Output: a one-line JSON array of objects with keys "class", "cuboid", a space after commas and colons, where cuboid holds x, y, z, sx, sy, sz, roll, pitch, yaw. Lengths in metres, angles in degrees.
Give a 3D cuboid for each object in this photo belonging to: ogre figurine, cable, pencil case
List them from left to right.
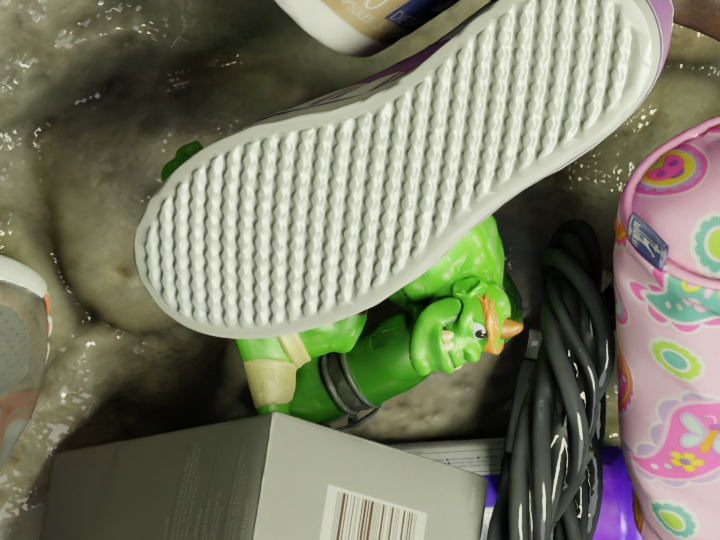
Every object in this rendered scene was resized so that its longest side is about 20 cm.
[{"class": "ogre figurine", "cuboid": [0.000, 0.000, 0.811, 0.119, 0.098, 0.201, -17, 129, 4]}, {"class": "cable", "cuboid": [0.080, 0.084, 0.830, 0.050, 0.201, 0.163, 12, 159, 5]}, {"class": "pencil case", "cuboid": [0.140, 0.036, 0.763, 0.087, 0.088, 0.201, -14, 139, -5]}]

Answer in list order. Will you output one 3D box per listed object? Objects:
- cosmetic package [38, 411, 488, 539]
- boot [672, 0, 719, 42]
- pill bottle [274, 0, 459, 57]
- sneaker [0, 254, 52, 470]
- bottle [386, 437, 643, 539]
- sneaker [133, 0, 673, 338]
[{"class": "cosmetic package", "cuboid": [-0.048, 0.116, 0.830, 0.106, 0.091, 0.200, 18, 159, -27]}, {"class": "boot", "cuboid": [0.146, -0.096, 0.751, 0.165, 0.072, 0.202, -1, 90, -10]}, {"class": "pill bottle", "cuboid": [0.050, -0.165, 0.664, 0.199, 0.111, 0.111, -32, 130, 22]}, {"class": "sneaker", "cuboid": [-0.173, 0.084, 0.838, 0.077, 0.082, 0.201, 11, 125, -23]}, {"class": "bottle", "cuboid": [0.073, 0.118, 0.948, 0.199, 0.065, 0.084, -3, 130, -14]}, {"class": "sneaker", "cuboid": [0.021, -0.044, 0.704, 0.200, 0.114, 0.073, -25, 100, 19]}]
